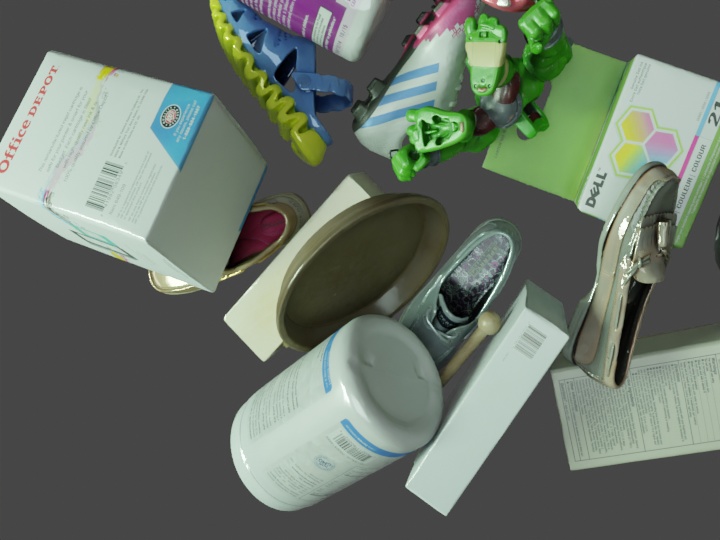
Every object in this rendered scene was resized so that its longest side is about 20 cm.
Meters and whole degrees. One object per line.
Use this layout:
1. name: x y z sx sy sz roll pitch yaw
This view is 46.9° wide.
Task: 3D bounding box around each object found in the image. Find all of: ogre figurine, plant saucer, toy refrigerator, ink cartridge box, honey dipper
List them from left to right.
1. ink cartridge box: -0.223 -0.095 0.807 0.196 0.146 0.149 18 77 21
2. toy refrigerator: -0.045 -0.003 0.857 0.070 0.076 0.200 44 104 3
3. plant saucer: 0.000 0.000 0.797 0.200 0.199 0.030 -48 61 14
4. honey dipper: 0.078 0.111 0.833 0.038 0.038 0.201 36 123 5
5. ogre figurine: 0.118 -0.158 0.750 0.098 0.119 0.203 38 119 26
6. ink cartridge box: 0.228 -0.127 0.776 0.196 0.076 0.151 21 102 7

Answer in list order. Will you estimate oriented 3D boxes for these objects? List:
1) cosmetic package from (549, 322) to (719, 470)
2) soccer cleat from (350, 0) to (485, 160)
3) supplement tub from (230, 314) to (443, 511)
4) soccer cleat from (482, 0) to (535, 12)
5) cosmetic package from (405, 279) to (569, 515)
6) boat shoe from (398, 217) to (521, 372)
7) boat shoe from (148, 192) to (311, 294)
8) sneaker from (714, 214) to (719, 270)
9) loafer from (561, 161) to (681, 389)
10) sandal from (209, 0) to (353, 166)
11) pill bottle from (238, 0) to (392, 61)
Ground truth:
1. cosmetic package: 0.289 0.119 0.801 0.196 0.073 0.106 -11 96 14
2. soccer cleat: 0.074 -0.196 0.814 0.086 0.070 0.201 36 105 -14
3. supplement tub: -0.025 0.143 0.813 0.199 0.132 0.133 -37 89 39
4. soccer cleat: 0.087 -0.295 0.740 0.199 0.076 0.067 42 122 20
5. cosmetic package: 0.124 0.115 0.798 0.051 0.151 0.202 32 104 3
6. boat shoe: 0.090 0.034 0.833 0.070 0.071 0.203 36 104 5
7. boat shoe: -0.149 -0.028 0.879 0.197 0.069 0.075 -25 92 15
8. sneaker: 0.384 -0.087 0.756 0.084 0.081 0.205 4 110 5
9. loafer: 0.239 0.009 0.720 0.063 0.071 0.204 44 129 44
10. sandal: -0.078 -0.207 0.841 0.087 0.079 0.201 -37 90 -5
11. pill bottle: -0.065 -0.294 0.787 0.197 0.112 0.114 27 103 -2
